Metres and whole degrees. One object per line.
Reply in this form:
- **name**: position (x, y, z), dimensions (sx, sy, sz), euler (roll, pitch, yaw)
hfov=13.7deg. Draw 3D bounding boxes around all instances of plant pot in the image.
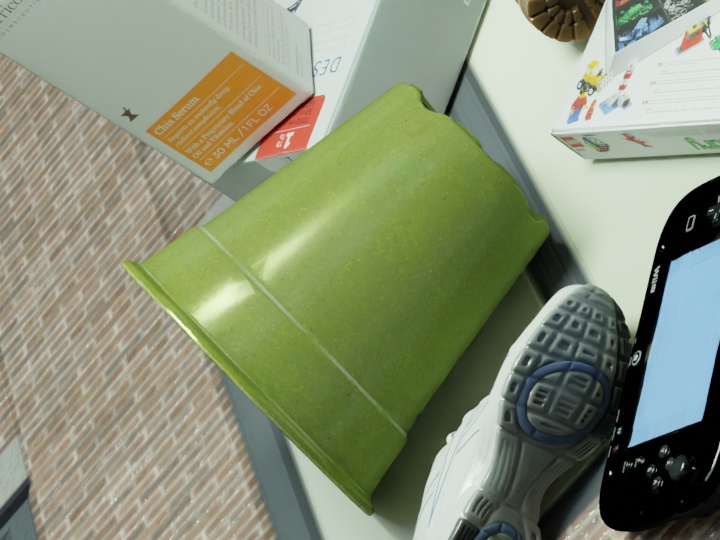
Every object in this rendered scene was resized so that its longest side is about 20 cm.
- **plant pot**: position (0.000, 0.000, 1.687), dimensions (0.190, 0.200, 0.200), euler (-46, 30, -2)

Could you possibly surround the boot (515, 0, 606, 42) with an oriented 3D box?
- **boot**: position (0.148, -0.241, 1.783), dimensions (0.200, 0.075, 0.107), euler (-53, 25, 10)

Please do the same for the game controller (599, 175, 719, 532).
- **game controller**: position (0.171, 0.038, 1.519), dimensions (0.104, 0.042, 0.201), euler (-17, 48, 48)

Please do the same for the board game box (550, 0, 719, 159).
- **board game box**: position (0.197, -0.126, 1.636), dimensions (0.200, 0.035, 0.127), euler (0, 62, 56)

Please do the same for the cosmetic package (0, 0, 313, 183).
- **cosmetic package**: position (-0.135, -0.149, 1.831), dimensions (0.101, 0.200, 0.071), euler (-40, 34, 29)

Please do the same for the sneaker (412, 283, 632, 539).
- **sneaker**: position (0.074, 0.095, 1.585), dimensions (0.201, 0.074, 0.087), euler (-61, 25, -6)

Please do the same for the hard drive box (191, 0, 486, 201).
- **hard drive box**: position (-0.006, -0.139, 1.908), dimensions (0.155, 0.077, 0.201), euler (-9, 56, 53)
